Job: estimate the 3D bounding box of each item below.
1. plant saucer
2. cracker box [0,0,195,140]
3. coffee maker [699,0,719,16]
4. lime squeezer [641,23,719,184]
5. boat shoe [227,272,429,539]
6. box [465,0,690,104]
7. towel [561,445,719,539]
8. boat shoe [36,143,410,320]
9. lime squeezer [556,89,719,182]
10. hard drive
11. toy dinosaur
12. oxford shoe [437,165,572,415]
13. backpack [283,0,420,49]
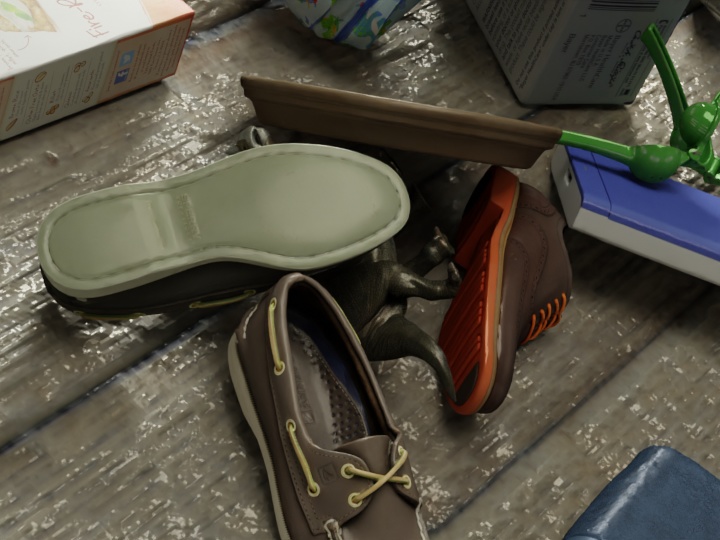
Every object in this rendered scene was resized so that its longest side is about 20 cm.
[{"bbox_3d":[0.023,-0.089,0.999,0.197,0.030,0.200,10,6,-1],"label":"plant saucer"},{"bbox_3d":[-0.217,-0.151,0.992,0.134,0.058,0.199,43,45,18],"label":"cracker box"},{"bbox_3d":[0.381,-0.234,1.276,0.199,0.193,0.134,39,27,11],"label":"coffee maker"},{"bbox_3d":[0.263,-0.088,1.152,0.199,0.071,0.038,37,31,1],"label":"lime squeezer"},{"bbox_3d":[-0.008,0.096,0.837,0.071,0.060,0.202,-8,61,-32],"label":"boat shoe"},{"bbox_3d":[0.153,-0.252,1.183,0.104,0.185,0.201,-2,50,-27],"label":"box"},{"bbox_3d":[0.145,0.178,0.856,0.111,0.049,0.200,38,44,12],"label":"towel"},{"bbox_3d":[-0.073,-0.019,0.890,0.198,0.061,0.073,-9,69,-10],"label":"boat shoe"},{"bbox_3d":[0.204,-0.100,1.092,0.198,0.038,0.071,-26,72,-16],"label":"lime squeezer"},{"bbox_3d":[0.225,-0.024,1.082,0.198,0.026,0.132,20,20,-7],"label":"hard drive"},{"bbox_3d":[0.000,0.000,0.945,0.201,0.102,0.077,61,10,18],"label":"toy dinosaur"},{"bbox_3d":[0.093,0.014,0.977,0.072,0.071,0.201,25,41,-9],"label":"oxford shoe"},{"bbox_3d":[0.021,-0.246,1.105,0.198,0.155,0.163,-29,18,-2],"label":"backpack"}]
